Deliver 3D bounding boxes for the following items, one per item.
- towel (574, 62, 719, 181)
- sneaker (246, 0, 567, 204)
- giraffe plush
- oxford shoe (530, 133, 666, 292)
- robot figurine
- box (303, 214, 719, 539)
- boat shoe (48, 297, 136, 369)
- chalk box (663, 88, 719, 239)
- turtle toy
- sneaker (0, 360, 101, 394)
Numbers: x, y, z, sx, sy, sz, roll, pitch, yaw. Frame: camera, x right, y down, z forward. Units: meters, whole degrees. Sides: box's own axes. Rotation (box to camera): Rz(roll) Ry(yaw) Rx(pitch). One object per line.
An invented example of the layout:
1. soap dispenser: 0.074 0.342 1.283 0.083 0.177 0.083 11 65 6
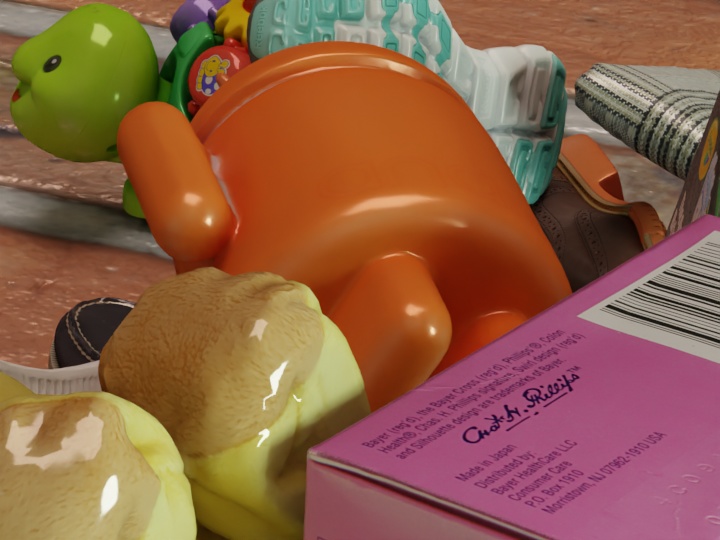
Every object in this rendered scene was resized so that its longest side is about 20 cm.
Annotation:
1. towel: 0.199 -0.025 1.071 0.192 0.035 0.200 34 15 26
2. sneaker: 0.000 -0.066 1.048 0.091 0.078 0.200 8 -7 30
3. giraffe plush: -0.083 0.069 0.665 0.161 0.174 0.200 16 12 29
4. oxford shoe: 0.085 0.008 1.094 0.072 0.072 0.200 -19 20 -4
5. robot figurine: 0.001 0.001 0.879 0.143 0.117 0.200 -9 31 -9
6. box: 0.071 0.114 0.668 0.096 0.201 0.176 18 28 32
7. boat shoe: -0.041 0.041 0.989 0.072 0.063 0.200 -16 31 -37
8. chalk box: 0.147 0.022 0.808 0.123 0.201 0.125 18 33 0
9. turtle toy: -0.051 -0.073 1.195 0.198 0.102 0.146 -8 25 -8
10. sneaker: -0.150 0.071 0.847 0.146 0.081 0.199 -20 -12 40
